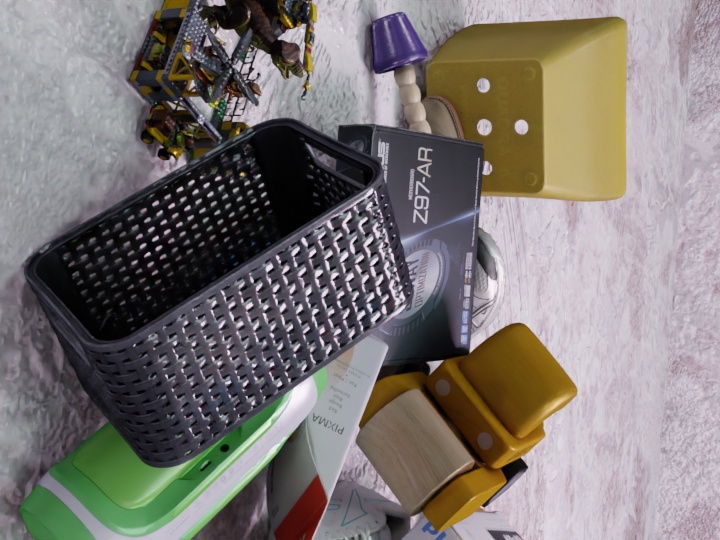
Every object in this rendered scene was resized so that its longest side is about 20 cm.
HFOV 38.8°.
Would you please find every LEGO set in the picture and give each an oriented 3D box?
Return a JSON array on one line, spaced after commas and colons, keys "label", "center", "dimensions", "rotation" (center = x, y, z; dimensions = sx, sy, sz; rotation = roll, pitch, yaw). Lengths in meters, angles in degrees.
[{"label": "LEGO set", "center": [-0.066, -0.163, 0.718], "dimensions": [0.154, 0.114, 0.203], "rotation": [59, 43, -49]}]

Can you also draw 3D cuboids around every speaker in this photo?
[{"label": "speaker", "center": [-0.111, 0.109, 0.645], "dimensions": [0.200, 0.088, 0.090], "rotation": [-41, 132, -31]}]

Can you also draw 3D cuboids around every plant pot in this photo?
[{"label": "plant pot", "center": [0.170, -0.168, 1.125], "dimensions": [0.176, 0.197, 0.204], "rotation": [-23, 114, -55]}]

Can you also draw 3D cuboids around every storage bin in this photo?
[{"label": "storage bin", "center": [-0.081, 0.005, 0.618], "dimensions": [0.199, 0.135, 0.095], "rotation": [-34, 128, -21]}]

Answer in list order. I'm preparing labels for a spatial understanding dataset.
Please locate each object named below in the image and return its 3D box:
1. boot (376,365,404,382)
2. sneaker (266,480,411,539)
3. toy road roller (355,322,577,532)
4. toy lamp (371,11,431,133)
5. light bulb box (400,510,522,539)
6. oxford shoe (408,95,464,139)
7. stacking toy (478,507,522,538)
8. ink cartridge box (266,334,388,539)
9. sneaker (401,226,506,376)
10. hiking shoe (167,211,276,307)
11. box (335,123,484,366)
[{"label": "boot", "center": [0.000, 0.000, 0.946], "dimensions": [0.146, 0.069, 0.204], "rotation": [37, 59, -52]}, {"label": "sneaker", "center": [-0.018, 0.236, 0.914], "dimensions": [0.199, 0.079, 0.072], "rotation": [-14, 107, -61]}, {"label": "toy road roller", "center": [0.099, 0.122, 0.886], "dimensions": [0.146, 0.123, 0.199], "rotation": [-48, 160, 20]}, {"label": "toy lamp", "center": [0.054, -0.149, 1.001], "dimensions": [0.058, 0.057, 0.204], "rotation": [-26, 102, -60]}, {"label": "light bulb box", "center": [0.072, 0.334, 0.952], "dimensions": [0.200, 0.125, 0.198], "rotation": [-46, 153, 8]}, {"label": "oxford shoe", "center": [0.065, -0.080, 1.054], "dimensions": [0.074, 0.069, 0.204], "rotation": [-2, 94, -58]}, {"label": "stacking toy", "center": [0.179, 0.358, 1.184], "dimensions": [0.146, 0.197, 0.149], "rotation": [-37, 133, -53]}, {"label": "ink cartridge box", "center": [-0.052, 0.160, 0.788], "dimensions": [0.202, 0.050, 0.163], "rotation": [-64, -178, -33]}, {"label": "sneaker", "center": [0.082, 0.052, 1.037], "dimensions": [0.087, 0.075, 0.203], "rotation": [-14, 131, -44]}, {"label": "hiking shoe", "center": [-0.072, 0.010, 0.764], "dimensions": [0.201, 0.085, 0.075], "rotation": [-55, 140, -46]}, {"label": "box", "center": [0.042, -0.021, 0.912], "dimensions": [0.159, 0.043, 0.204], "rotation": [2, 93, -48]}]
